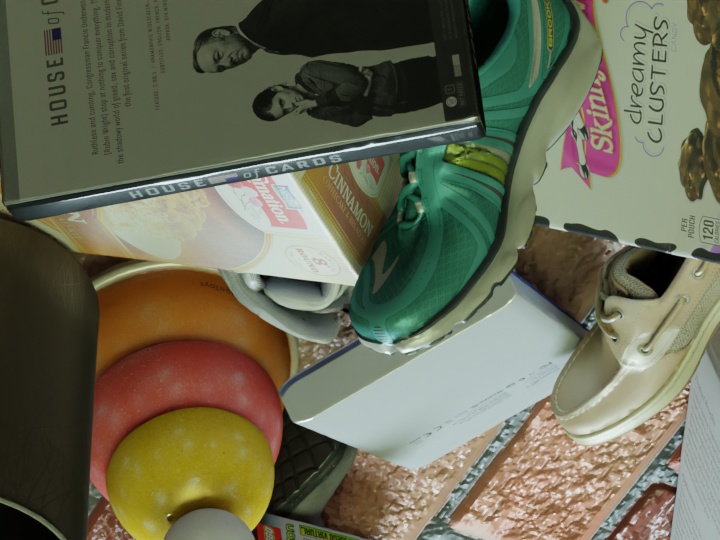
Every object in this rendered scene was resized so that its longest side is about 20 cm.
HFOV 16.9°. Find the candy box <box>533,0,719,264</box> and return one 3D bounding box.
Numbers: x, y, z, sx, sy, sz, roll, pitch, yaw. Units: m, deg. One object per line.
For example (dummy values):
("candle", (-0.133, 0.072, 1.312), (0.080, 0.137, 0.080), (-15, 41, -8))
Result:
("candy box", (0.163, -0.094, 1.142), (0.072, 0.200, 0.168), (-13, 110, -47))

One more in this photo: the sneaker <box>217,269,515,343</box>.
("sneaker", (0.000, 0.000, 1.248), (0.200, 0.115, 0.075), (17, 105, -21))

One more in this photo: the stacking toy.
("stacking toy", (-0.093, 0.099, 1.255), (0.146, 0.200, 0.146), (-5, 126, -7))

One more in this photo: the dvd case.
("dvd case", (-0.056, -0.108, 1.009), (0.200, 0.150, 0.025), (-10, 158, 8))

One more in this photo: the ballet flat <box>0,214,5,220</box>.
("ballet flat", (-0.199, -0.051, 1.217), (0.069, 0.069, 0.200), (-18, 129, 2))

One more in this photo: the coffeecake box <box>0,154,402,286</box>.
("coffeecake box", (-0.097, -0.071, 1.128), (0.200, 0.073, 0.154), (6, 150, 29))

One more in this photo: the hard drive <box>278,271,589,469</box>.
("hard drive", (0.049, 0.055, 1.293), (0.132, 0.025, 0.200), (-30, 161, 10))

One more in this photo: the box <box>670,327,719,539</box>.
("box", (0.272, 0.134, 1.414), (0.152, 0.106, 0.200), (-4, 126, -8))

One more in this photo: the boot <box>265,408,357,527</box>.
("boot", (-0.025, 0.157, 1.404), (0.132, 0.070, 0.200), (20, 130, -27))

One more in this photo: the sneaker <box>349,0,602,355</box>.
("sneaker", (0.038, -0.055, 1.099), (0.077, 0.200, 0.080), (3, 153, 43))

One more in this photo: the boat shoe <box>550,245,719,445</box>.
("boat shoe", (0.153, 0.011, 1.260), (0.064, 0.071, 0.200), (23, 124, -24))

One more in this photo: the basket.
("basket", (-0.193, 0.080, 1.145), (0.180, 0.200, 0.136), (-25, 125, 27))

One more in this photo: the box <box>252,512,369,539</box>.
("box", (-0.065, 0.215, 1.382), (0.110, 0.035, 0.200), (17, 133, -26))
